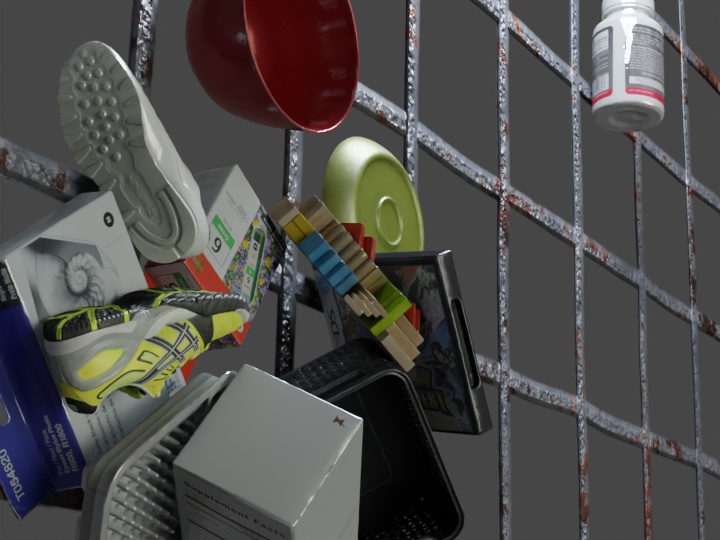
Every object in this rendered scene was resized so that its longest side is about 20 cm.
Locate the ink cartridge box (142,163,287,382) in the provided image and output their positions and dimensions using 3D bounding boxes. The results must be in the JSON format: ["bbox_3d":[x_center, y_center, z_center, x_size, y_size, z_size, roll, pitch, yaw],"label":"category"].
[{"bbox_3d":[-0.140,0.010,1.385,0.109,0.050,0.201,59,37,-34],"label":"ink cartridge box"}]

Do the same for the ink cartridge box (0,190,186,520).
[{"bbox_3d":[-0.233,0.063,1.213,0.200,0.040,0.201,-43,120,-51],"label":"ink cartridge box"}]

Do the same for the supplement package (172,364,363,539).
[{"bbox_3d":[-0.075,0.197,1.287,0.117,0.117,0.201,-53,159,-35],"label":"supplement package"}]

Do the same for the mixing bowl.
[{"bbox_3d":[-0.096,-0.221,1.460,0.200,0.108,0.202,21,65,-55],"label":"mixing bowl"}]

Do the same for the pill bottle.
[{"bbox_3d":[0.411,-0.323,2.345,0.111,0.110,0.201,30,58,-53],"label":"pill bottle"}]

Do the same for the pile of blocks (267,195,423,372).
[{"bbox_3d":[0.000,0.000,1.443,0.200,0.062,0.082,49,-3,-5],"label":"pile of blocks"}]

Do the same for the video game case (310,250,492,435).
[{"bbox_3d":[0.038,0.072,1.533,0.025,0.199,0.182,-21,102,-37],"label":"video game case"}]

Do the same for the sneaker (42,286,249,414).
[{"bbox_3d":[-0.169,0.059,1.219,0.199,0.075,0.077,-14,103,-46],"label":"sneaker"}]

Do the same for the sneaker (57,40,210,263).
[{"bbox_3d":[-0.190,-0.100,1.300,0.201,0.076,0.080,66,18,0],"label":"sneaker"}]

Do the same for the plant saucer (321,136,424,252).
[{"bbox_3d":[0.022,-0.052,1.696,0.200,0.031,0.201,20,67,-56],"label":"plant saucer"}]

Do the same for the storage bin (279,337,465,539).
[{"bbox_3d":[0.001,0.185,1.475,0.201,0.135,0.094,67,-10,-22],"label":"storage bin"}]

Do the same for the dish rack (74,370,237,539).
[{"bbox_3d":[-0.172,0.179,1.243,0.200,0.043,0.173,-42,150,-55],"label":"dish rack"}]
